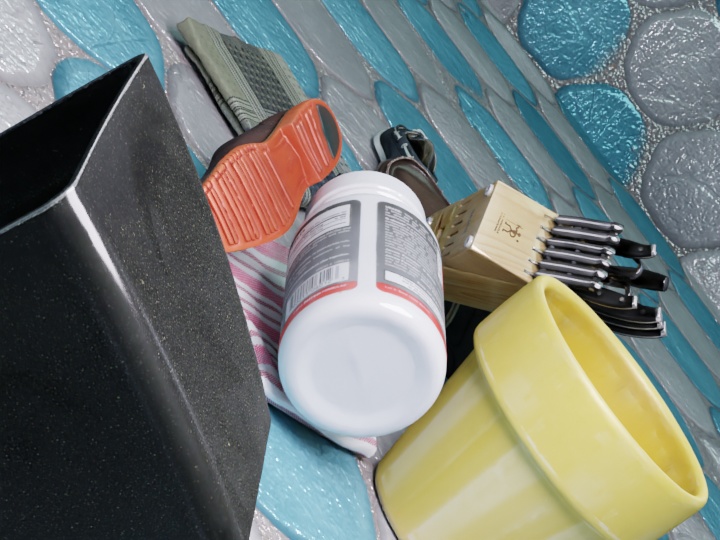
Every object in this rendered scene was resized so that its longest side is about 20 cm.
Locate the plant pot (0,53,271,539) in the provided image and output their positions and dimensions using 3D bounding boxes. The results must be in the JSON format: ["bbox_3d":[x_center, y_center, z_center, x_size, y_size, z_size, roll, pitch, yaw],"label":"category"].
[{"bbox_3d":[-0.143,0.052,0.769,0.178,0.198,0.200,59,13,-19],"label":"plant pot"}]

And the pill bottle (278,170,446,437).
[{"bbox_3d":[0.003,0.017,1.272,0.116,0.115,0.201,45,22,-22],"label":"pill bottle"}]

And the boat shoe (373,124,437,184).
[{"bbox_3d":[0.055,-0.117,1.923,0.076,0.060,0.200,47,17,-19],"label":"boat shoe"}]

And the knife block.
[{"bbox_3d":[0.148,0.006,1.427,0.175,0.064,0.200,30,-21,-15],"label":"knife block"}]

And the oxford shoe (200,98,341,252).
[{"bbox_3d":[-0.085,-0.062,1.317,0.200,0.072,0.072,-43,114,-54],"label":"oxford shoe"}]

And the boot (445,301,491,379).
[{"bbox_3d":[0.131,0.060,1.547,0.139,0.077,0.201,63,-26,25],"label":"boot"}]

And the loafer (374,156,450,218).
[{"bbox_3d":[0.082,-0.039,1.763,0.073,0.071,0.201,-14,63,-37],"label":"loafer"}]

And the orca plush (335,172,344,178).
[{"bbox_3d":[0.000,0.000,1.411,0.071,0.105,0.201,28,37,-44],"label":"orca plush"}]

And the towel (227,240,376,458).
[{"bbox_3d":[-0.059,0.036,1.314,0.146,0.030,0.201,34,24,-47],"label":"towel"}]

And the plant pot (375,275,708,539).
[{"bbox_3d":[0.120,0.139,1.305,0.201,0.188,0.201,46,17,-18],"label":"plant pot"}]

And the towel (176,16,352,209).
[{"bbox_3d":[-0.080,-0.132,1.639,0.201,0.034,0.192,60,20,19],"label":"towel"}]
